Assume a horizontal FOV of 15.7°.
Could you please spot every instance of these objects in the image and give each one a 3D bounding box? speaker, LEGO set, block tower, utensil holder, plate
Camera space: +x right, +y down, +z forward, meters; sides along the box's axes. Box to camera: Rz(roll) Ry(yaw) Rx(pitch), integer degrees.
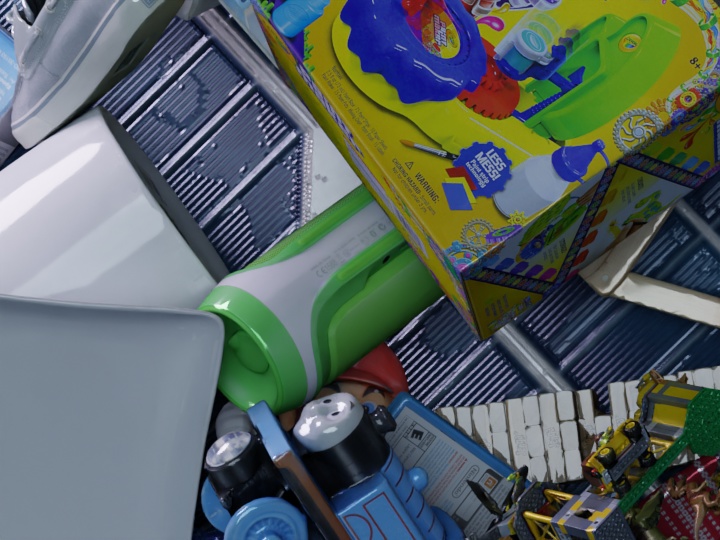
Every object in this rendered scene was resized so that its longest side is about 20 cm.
[{"bbox_3d":[0.000,0.000,1.478,0.200,0.089,0.089,-36,78,-32],"label":"speaker"},{"bbox_3d":[0.146,0.151,1.425,0.154,0.116,0.200,-50,123,-22],"label":"LEGO set"},{"bbox_3d":[0.139,0.095,1.520,0.199,0.054,0.058,-8,83,9],"label":"block tower"},{"bbox_3d":[-0.185,0.026,1.521,0.200,0.170,0.170,-35,81,2],"label":"utensil holder"},{"bbox_3d":[-0.185,0.101,1.434,0.199,0.032,0.201,6,110,-10],"label":"plate"}]

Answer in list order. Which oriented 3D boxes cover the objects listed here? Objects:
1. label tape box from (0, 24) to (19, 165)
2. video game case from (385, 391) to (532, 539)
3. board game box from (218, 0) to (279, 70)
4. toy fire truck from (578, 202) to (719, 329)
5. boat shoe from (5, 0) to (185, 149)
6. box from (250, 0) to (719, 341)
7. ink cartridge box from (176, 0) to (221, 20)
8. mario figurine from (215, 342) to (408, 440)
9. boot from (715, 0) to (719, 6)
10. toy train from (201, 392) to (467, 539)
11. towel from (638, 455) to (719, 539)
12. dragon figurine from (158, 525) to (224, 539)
[{"bbox_3d":[-0.300,-0.087,1.602,0.143,0.066,0.200,40,94,10],"label":"label tape box"},{"bbox_3d":[0.059,0.181,1.495,0.200,0.018,0.143,36,95,-16],"label":"video game case"},{"bbox_3d":[0.032,-0.176,1.502,0.200,0.200,0.026,-40,41,3],"label":"board game box"},{"bbox_3d":[0.160,-0.035,1.531,0.199,0.049,0.142,2,85,9],"label":"toy fire truck"},{"bbox_3d":[-0.162,-0.138,1.490,0.072,0.201,0.070,50,55,0],"label":"boat shoe"},{"bbox_3d":[0.079,-0.109,1.400,0.192,0.122,0.200,-36,70,-5],"label":"box"},{"bbox_3d":[-0.142,-0.238,1.541,0.199,0.146,0.084,30,115,11],"label":"ink cartridge box"},{"bbox_3d":[-0.015,0.133,1.509,0.106,0.123,0.201,6,92,48],"label":"mario figurine"},{"bbox_3d":[0.139,-0.114,1.490,0.131,0.070,0.200,35,78,13],"label":"boot"},{"bbox_3d":[-0.003,0.153,1.420,0.114,0.087,0.201,-33,114,-3],"label":"toy train"},{"bbox_3d":[0.182,0.196,1.493,0.200,0.022,0.145,-37,106,4],"label":"towel"},{"bbox_3d":[-0.156,0.170,1.535,0.199,0.099,0.059,1,85,13],"label":"dragon figurine"}]
